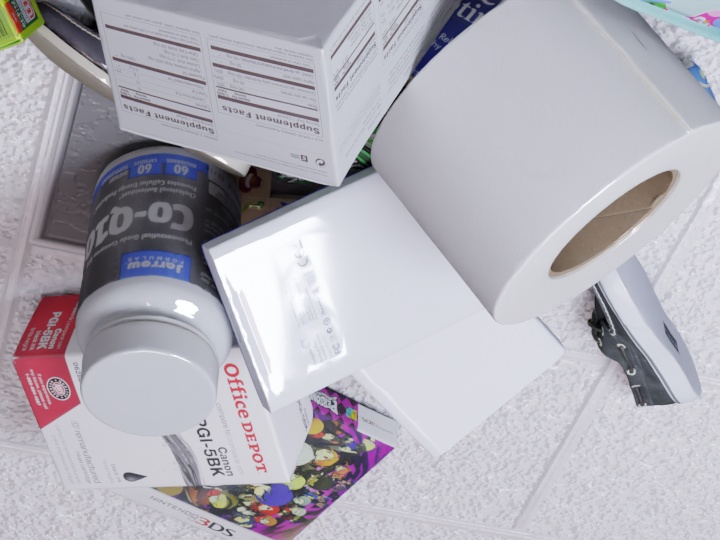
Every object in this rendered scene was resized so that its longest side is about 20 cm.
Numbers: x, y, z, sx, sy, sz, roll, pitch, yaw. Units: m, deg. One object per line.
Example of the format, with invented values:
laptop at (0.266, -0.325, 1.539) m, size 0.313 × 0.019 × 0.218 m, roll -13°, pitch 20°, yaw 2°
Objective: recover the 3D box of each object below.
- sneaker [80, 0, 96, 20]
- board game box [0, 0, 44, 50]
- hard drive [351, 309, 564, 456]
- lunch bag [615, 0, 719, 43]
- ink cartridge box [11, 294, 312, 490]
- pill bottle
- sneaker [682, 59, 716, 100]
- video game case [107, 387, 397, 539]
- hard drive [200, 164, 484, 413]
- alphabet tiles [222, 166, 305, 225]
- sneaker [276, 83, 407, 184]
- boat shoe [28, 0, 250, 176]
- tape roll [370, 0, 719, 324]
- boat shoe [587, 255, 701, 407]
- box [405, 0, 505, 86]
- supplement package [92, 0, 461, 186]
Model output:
sneaker at (-0.151, -0.193, 1.270) m, size 0.076 × 0.114 × 0.199 m, roll -43°, pitch 127°, yaw 0°
board game box at (-0.326, -0.173, 1.316) m, size 0.200 × 0.048 × 0.102 m, roll -18°, pitch 108°, yaw 17°
hard drive at (0.043, 0.034, 1.472) m, size 0.132 × 0.025 × 0.200 m, roll -40°, pitch 115°, yaw 8°
lunch bag at (0.220, -0.244, 1.217) m, size 0.200 × 0.122 × 0.170 m, roll 19°, pitch 130°, yaw -28°
ink cartridge box at (-0.155, 0.095, 1.558) m, size 0.200 × 0.083 × 0.147 m, roll -4°, pitch 126°, yaw 17°
pill bottle at (-0.146, 0.015, 1.417) m, size 0.114 × 0.200 × 0.114 m, roll 0°, pitch 136°, yaw 0°
sneaker at (0.164, -0.102, 1.414) m, size 0.200 × 0.076 × 0.077 m, roll -10°, pitch 109°, yaw 13°
video game case at (-0.097, 0.159, 1.692) m, size 0.181 × 0.036 × 0.200 m, roll 27°, pitch 129°, yaw -24°
hard drive at (0.000, 0.000, 1.391) m, size 0.200 × 0.025 × 0.132 m, roll -25°, pitch 111°, yaw -16°
alphabet tiles at (-0.125, -0.015, 1.535) m, size 0.167 × 0.008 × 0.200 m, roll 4°, pitch 135°, yaw -4°
sneaker at (-0.055, -0.095, 1.362) m, size 0.200 × 0.078 × 0.085 m, roll 2°, pitch 124°, yaw -27°
boat shoe at (-0.150, -0.141, 1.383) m, size 0.200 × 0.073 × 0.063 m, roll 33°, pitch 84°, yaw -23°
tape roll at (0.126, -0.079, 1.280) m, size 0.203 × 0.139 × 0.203 m, roll -34°, pitch 162°, yaw -12°
boat shoe at (0.215, 0.050, 1.561) m, size 0.057 × 0.069 × 0.200 m, roll -19°, pitch 135°, yaw 19°
box at (0.095, -0.192, 1.336) m, size 0.121 × 0.032 × 0.200 m, roll 24°, pitch 130°, yaw -23°
supplement package at (-0.044, -0.171, 1.206) m, size 0.156 × 0.200 × 0.111 m, roll 16°, pitch 139°, yaw 20°
